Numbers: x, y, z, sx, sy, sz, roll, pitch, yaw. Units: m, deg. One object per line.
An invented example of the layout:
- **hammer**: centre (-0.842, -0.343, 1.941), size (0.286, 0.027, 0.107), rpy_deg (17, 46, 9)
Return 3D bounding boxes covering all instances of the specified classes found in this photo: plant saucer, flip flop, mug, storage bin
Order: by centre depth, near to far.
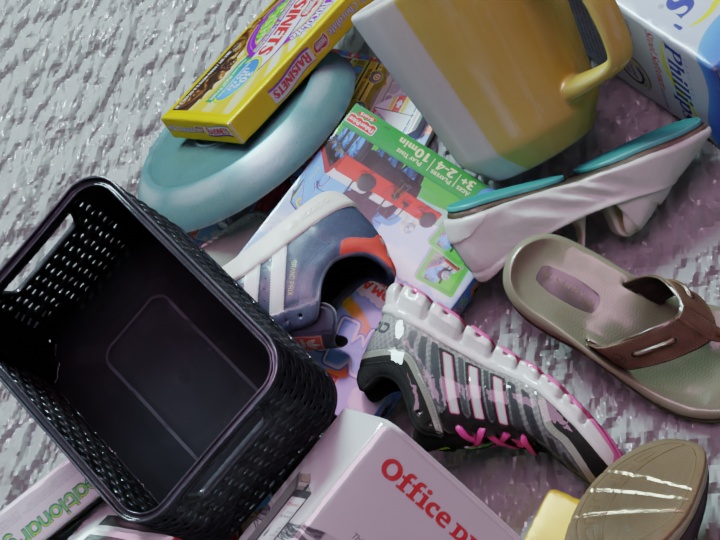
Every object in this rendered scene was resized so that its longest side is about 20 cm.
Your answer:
- **storage bin**: centre (-0.129, 0.056, 1.047), size (0.135, 0.094, 0.200), rpy_deg (-49, 61, 2)
- **flip flop**: centre (0.184, 0.031, 1.098), size (0.199, 0.058, 0.081), rpy_deg (29, 73, 13)
- **mug**: centre (0.095, -0.147, 1.188), size (0.149, 0.154, 0.187), rpy_deg (-30, 10, -1)
- **plant saucer**: centre (-0.094, -0.107, 1.296), size (0.199, 0.027, 0.201), rpy_deg (-28, 29, 17)

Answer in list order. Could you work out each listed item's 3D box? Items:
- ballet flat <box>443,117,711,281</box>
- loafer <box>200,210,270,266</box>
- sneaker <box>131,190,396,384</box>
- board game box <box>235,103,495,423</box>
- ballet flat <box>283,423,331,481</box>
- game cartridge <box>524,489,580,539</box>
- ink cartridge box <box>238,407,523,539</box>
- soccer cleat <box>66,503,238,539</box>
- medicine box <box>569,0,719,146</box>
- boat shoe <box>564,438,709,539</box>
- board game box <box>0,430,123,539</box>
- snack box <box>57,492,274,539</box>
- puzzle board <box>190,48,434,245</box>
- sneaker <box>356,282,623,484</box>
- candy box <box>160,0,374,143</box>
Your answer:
- **ballet flat**: centre (0.154, -0.045, 1.174), size (0.198, 0.070, 0.070), rpy_deg (-20, 51, -8)
- **loafer**: centre (-0.129, 0.032, 1.234), size (0.070, 0.070, 0.200), rpy_deg (34, 78, 31)
- **sneaker**: centre (-0.061, 0.036, 1.133), size (0.200, 0.075, 0.085), rpy_deg (-41, 67, -9)
- **board game box**: centre (0.000, 0.000, 1.203), size (0.151, 0.037, 0.201), rpy_deg (32, 75, 16)
- **ballet flat**: centre (-0.008, 0.139, 1.132), size (0.200, 0.057, 0.067), rpy_deg (41, 111, 31)
- **game cartridge**: centre (0.163, 0.239, 1.008), size (0.199, 0.032, 0.177), rpy_deg (17, 66, 33)
- **ink cartridge box**: centre (-0.008, 0.204, 1.009), size (0.200, 0.145, 0.084), rpy_deg (-50, 15, -9)
- **soccer cleat**: centre (-0.174, 0.195, 1.108), size (0.199, 0.069, 0.085), rpy_deg (-24, 44, 2)
- **medicine box**: centre (0.255, -0.216, 1.225), size (0.182, 0.103, 0.200), rpy_deg (-42, 52, -8)
- **boat shoe**: centre (0.155, 0.182, 0.991), size (0.071, 0.065, 0.200), rpy_deg (-2, 38, 33)
- **board game box**: centre (-0.235, 0.181, 1.151), size (0.200, 0.126, 0.035), rpy_deg (-39, 87, -5)
- **snack box**: centre (-0.144, 0.204, 1.151), size (0.200, 0.037, 0.116), rpy_deg (-39, 53, -6)
- **puzzle board**: centre (-0.029, -0.086, 1.310), size (0.150, 0.017, 0.201), rpy_deg (15, 65, 30)
- **sneaker**: centre (0.078, 0.093, 1.107), size (0.199, 0.074, 0.088), rpy_deg (34, 85, 21)
- **candy box**: centre (-0.058, -0.174, 1.298), size (0.102, 0.026, 0.200), rpy_deg (12, 55, 51)
